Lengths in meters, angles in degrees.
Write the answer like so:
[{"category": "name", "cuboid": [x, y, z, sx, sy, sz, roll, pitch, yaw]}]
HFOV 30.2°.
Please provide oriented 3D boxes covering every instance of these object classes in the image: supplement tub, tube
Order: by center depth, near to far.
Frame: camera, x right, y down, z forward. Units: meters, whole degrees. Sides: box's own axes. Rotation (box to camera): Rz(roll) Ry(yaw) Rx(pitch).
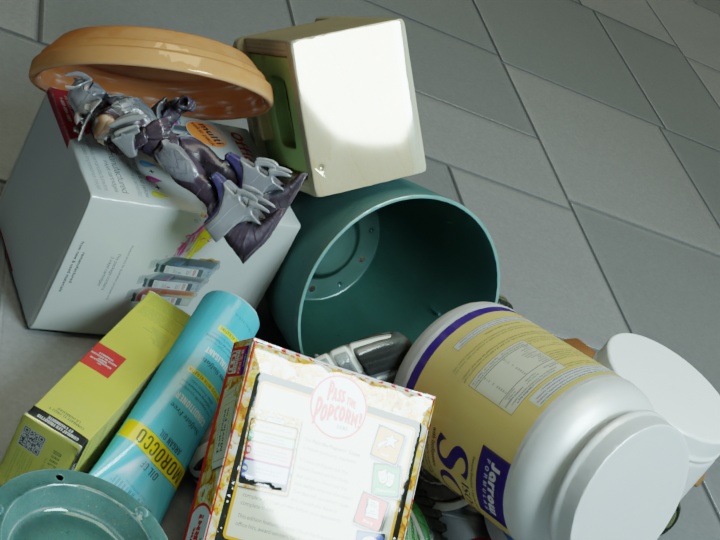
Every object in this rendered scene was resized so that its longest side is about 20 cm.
[{"category": "tube", "cuboid": [-0.138, 0.104, 0.993, 0.078, 0.050, 0.201, 49, 48, -27]}, {"category": "supplement tub", "cuboid": [0.133, 0.125, 1.011, 0.144, 0.147, 0.199, 3, 21, -40]}, {"category": "supplement tub", "cuboid": [0.206, 0.168, 1.131, 0.131, 0.201, 0.132, 26, 27, -14]}]

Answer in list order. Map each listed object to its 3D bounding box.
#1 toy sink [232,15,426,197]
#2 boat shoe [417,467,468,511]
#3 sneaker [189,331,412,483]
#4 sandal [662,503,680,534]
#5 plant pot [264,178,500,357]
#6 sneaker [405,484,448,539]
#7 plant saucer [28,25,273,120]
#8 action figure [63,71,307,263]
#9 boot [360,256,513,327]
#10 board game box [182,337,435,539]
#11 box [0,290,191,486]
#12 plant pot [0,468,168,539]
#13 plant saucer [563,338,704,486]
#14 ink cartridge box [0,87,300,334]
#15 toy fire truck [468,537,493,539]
[{"category": "toy sink", "cuboid": [-0.039, -0.149, 1.173, 0.111, 0.132, 0.200, -14, 16, -18]}, {"category": "boat shoe", "cuboid": [0.093, 0.145, 1.187, 0.071, 0.060, 0.200, 18, 25, 18]}, {"category": "sneaker", "cuboid": [-0.062, 0.082, 1.062, 0.199, 0.075, 0.116, -29, 43, -10]}, {"category": "sandal", "cuboid": [0.215, 0.178, 1.245, 0.201, 0.080, 0.058, 41, 24, -20]}, {"category": "plant pot", "cuboid": [0.000, 0.000, 1.203, 0.199, 0.202, 0.161, 10, 17, -33]}, {"category": "sneaker", "cuboid": [-0.012, 0.160, 1.067, 0.085, 0.078, 0.201, -3, 46, -44]}, {"category": "plant saucer", "cuboid": [-0.168, -0.161, 1.090, 0.198, 0.038, 0.200, 5, -5, 0]}, {"category": "action figure", "cuboid": [-0.144, -0.095, 1.030, 0.199, 0.070, 0.130, 34, 24, -5]}, {"category": "boot", "cuboid": [0.045, -0.007, 1.388, 0.181, 0.073, 0.200, 6, 33, -41]}, {"category": "board game box", "cuboid": [-0.040, 0.166, 0.941, 0.150, 0.046, 0.202, 20, 75, -21]}, {"category": "box", "cuboid": [-0.193, 0.093, 1.000, 0.050, 0.076, 0.200, 32, 31, 3]}, {"category": "plant pot", "cuboid": [-0.186, 0.204, 0.784, 0.199, 0.135, 0.201, 24, 31, -15]}, {"category": "plant saucer", "cuboid": [0.261, 0.131, 1.305, 0.200, 0.038, 0.200, 41, 3, -3]}, {"category": "ink cartridge box", "cuboid": [-0.181, -0.041, 1.134, 0.198, 0.145, 0.146, 8, 37, -37]}, {"category": "toy fire truck", "cuboid": [0.136, 0.265, 0.988, 0.048, 0.142, 0.201, 5, 40, -38]}]
